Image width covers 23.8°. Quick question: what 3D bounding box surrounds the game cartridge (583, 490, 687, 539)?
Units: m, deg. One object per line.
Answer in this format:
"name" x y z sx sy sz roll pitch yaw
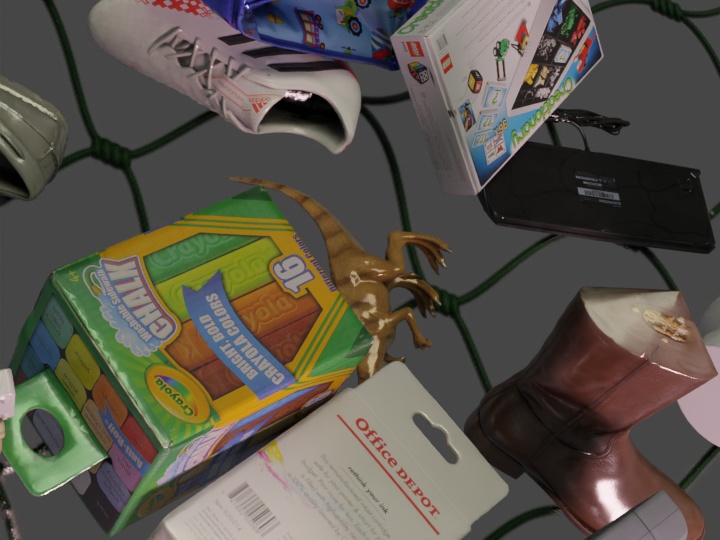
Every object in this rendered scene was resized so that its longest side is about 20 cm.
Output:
"game cartridge" 0.101 0.201 0.998 0.200 0.133 0.042 -27 81 -36

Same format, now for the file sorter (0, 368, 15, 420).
"file sorter" -0.281 0.023 0.855 0.200 0.139 0.125 -7 83 -13

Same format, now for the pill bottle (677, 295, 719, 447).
"pill bottle" 0.312 0.044 1.219 0.200 0.113 0.113 -33 77 -37

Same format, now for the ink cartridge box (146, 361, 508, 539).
"ink cartridge box" -0.019 0.152 1.012 0.200 0.067 0.117 -32 76 -37

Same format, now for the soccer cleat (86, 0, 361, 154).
"soccer cleat" -0.090 -0.136 1.167 0.200 0.069 0.085 19 38 -21

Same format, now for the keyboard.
"keyboard" 0.171 -0.074 1.289 0.200 0.021 0.127 8 57 -23

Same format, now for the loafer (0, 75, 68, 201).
"loafer" -0.278 -0.106 1.054 0.200 0.070 0.070 24 43 -11

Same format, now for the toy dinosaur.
"toy dinosaur" 0.000 0.000 1.128 0.106 0.060 0.200 -10 64 -29

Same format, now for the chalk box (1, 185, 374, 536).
"chalk box" -0.118 0.059 0.989 0.200 0.124 0.125 -26 73 -37

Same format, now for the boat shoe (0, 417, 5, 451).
"boat shoe" -0.255 0.118 0.851 0.072 0.200 0.065 8 66 -64

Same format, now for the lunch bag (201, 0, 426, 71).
"lunch bag" -0.070 -0.208 1.161 0.200 0.094 0.151 -12 46 -46

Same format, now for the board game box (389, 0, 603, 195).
"board game box" 0.103 -0.160 1.230 0.200 0.035 0.126 -46 127 -39

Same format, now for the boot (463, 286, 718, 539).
"boot" 0.179 0.094 1.063 0.186 0.200 0.064 26 52 -9
